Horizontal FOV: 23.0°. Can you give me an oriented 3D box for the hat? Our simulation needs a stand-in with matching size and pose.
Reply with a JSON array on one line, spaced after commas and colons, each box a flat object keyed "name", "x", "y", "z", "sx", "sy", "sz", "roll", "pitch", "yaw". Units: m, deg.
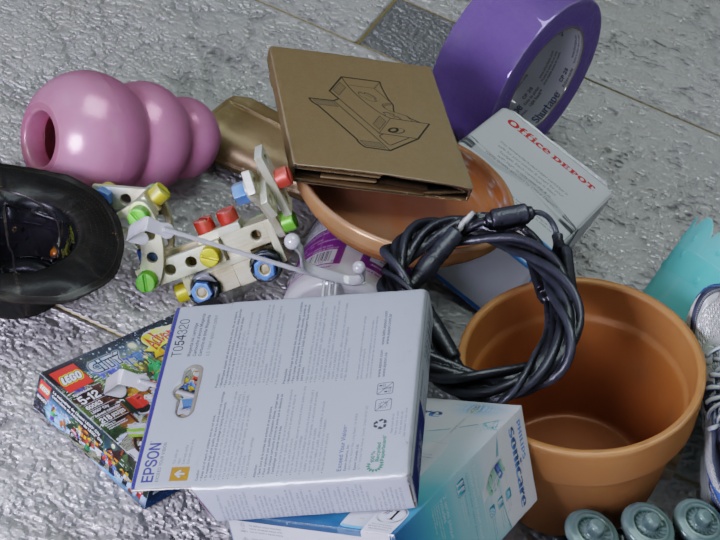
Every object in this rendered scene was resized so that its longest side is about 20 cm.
[{"name": "hat", "x": -0.302, "y": -0.011, "z": 1.484, "sx": 0.199, "sy": 0.081, "sz": 0.201, "roll": 13, "pitch": 39, "yaw": -11}]

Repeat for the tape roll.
[{"name": "tape roll", "x": 0.165, "y": -0.221, "z": 1.887, "sx": 0.085, "sy": 0.201, "sz": 0.200, "roll": 34, "pitch": 37, "yaw": 22}]

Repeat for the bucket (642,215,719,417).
[{"name": "bucket", "x": 0.332, "y": 0.065, "z": 1.568, "sx": 0.207, "sy": 0.135, "sz": 0.207, "roll": 41, "pitch": 2, "yaw": -2}]

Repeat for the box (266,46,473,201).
[{"name": "box", "x": 0.005, "y": -0.135, "z": 1.592, "sx": 0.162, "sy": 0.021, "sz": 0.201, "roll": 6, "pitch": 35, "yaw": -15}]

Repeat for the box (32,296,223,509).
[{"name": "box", "x": -0.146, "y": 0.103, "z": 1.440, "sx": 0.136, "sy": 0.038, "sz": 0.200, "roll": 38, "pitch": 39, "yaw": 24}]

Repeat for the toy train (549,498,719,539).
[{"name": "toy train", "x": 0.228, "y": 0.247, "z": 1.390, "sx": 0.199, "sy": 0.085, "sz": 0.114, "roll": -1, "pitch": 49, "yaw": -27}]

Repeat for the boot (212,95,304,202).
[{"name": "boot", "x": -0.042, "y": -0.125, "z": 1.779, "sx": 0.199, "sy": 0.066, "sz": 0.175, "roll": 27, "pitch": 35, "yaw": 14}]

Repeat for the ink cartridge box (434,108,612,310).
[{"name": "ink cartridge box", "x": 0.138, "y": -0.058, "z": 1.736, "sx": 0.146, "sy": 0.086, "sz": 0.200, "roll": 39, "pitch": 37, "yaw": 10}]

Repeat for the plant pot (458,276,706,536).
[{"name": "plant pot", "x": 0.176, "y": 0.122, "z": 1.450, "sx": 0.199, "sy": 0.141, "sz": 0.201, "roll": -1, "pitch": 43, "yaw": 1}]

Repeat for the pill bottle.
[{"name": "pill bottle", "x": 0.000, "y": 0.000, "z": 1.586, "sx": 0.112, "sy": 0.113, "sz": 0.200, "roll": 19, "pitch": 35, "yaw": 1}]

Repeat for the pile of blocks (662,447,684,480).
[{"name": "pile of blocks", "x": 0.219, "y": 0.102, "z": 1.594, "sx": 0.200, "sy": 0.062, "sz": 0.082, "roll": 39, "pitch": 39, "yaw": 26}]

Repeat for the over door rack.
[{"name": "over door rack", "x": -0.094, "y": 0.042, "z": 1.405, "sx": 0.199, "sy": 0.067, "sz": 0.149, "roll": 12, "pitch": 65, "yaw": -12}]

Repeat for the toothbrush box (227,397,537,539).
[{"name": "toothbrush box", "x": 0.020, "y": 0.173, "z": 1.302, "sx": 0.146, "sy": 0.086, "sz": 0.200, "roll": 2, "pitch": 23, "yaw": 34}]

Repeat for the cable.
[{"name": "cable", "x": 0.094, "y": 0.024, "z": 1.404, "sx": 0.162, "sy": 0.051, "sz": 0.201, "roll": 3, "pitch": 50, "yaw": -2}]

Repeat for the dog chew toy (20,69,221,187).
[{"name": "dog chew toy", "x": -0.215, "y": -0.124, "z": 1.652, "sx": 0.199, "sy": 0.125, "sz": 0.125, "roll": -5, "pitch": 41, "yaw": -42}]

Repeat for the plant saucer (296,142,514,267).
[{"name": "plant saucer", "x": 0.037, "y": -0.063, "z": 1.559, "sx": 0.199, "sy": 0.038, "sz": 0.201, "roll": 11, "pitch": 36, "yaw": -8}]

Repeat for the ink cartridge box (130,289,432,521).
[{"name": "ink cartridge box", "x": -0.051, "y": 0.096, "z": 1.282, "sx": 0.199, "sy": 0.043, "sz": 0.197, "roll": -5, "pitch": 39, "yaw": 11}]

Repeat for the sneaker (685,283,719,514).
[{"name": "sneaker", "x": 0.308, "y": 0.110, "z": 1.434, "sx": 0.076, "sy": 0.201, "sz": 0.085, "roll": -8, "pitch": 0, "yaw": 6}]

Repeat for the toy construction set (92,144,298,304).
[{"name": "toy construction set", "x": -0.133, "y": -0.041, "z": 1.537, "sx": 0.199, "sy": 0.132, "sz": 0.092, "roll": -16, "pitch": 15, "yaw": 27}]
